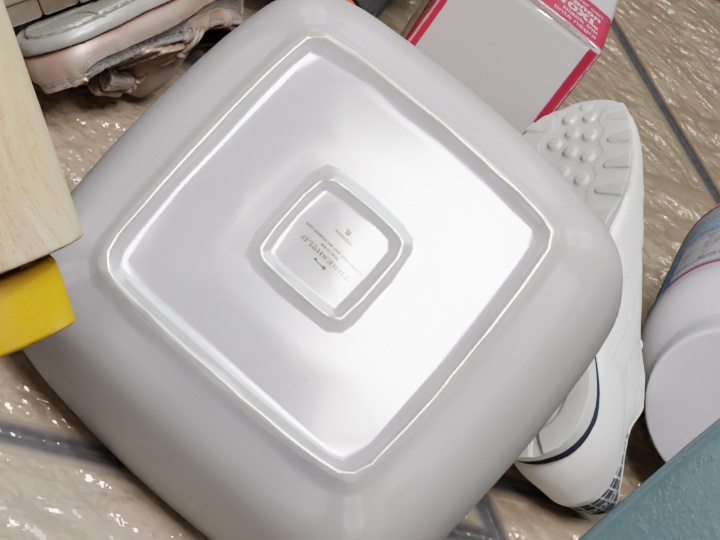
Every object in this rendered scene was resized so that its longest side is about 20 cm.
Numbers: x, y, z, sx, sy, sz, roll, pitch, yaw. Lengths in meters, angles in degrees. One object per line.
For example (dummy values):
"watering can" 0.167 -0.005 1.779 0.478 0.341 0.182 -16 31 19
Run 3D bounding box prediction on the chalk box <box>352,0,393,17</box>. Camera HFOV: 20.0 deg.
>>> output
"chalk box" -0.008 -0.231 1.119 0.124 0.124 0.200 44 -1 18

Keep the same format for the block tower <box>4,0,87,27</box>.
"block tower" -0.162 -0.204 0.895 0.054 0.201 0.058 -20 33 -7

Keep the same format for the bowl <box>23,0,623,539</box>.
"bowl" -0.014 0.001 0.771 0.200 0.200 0.075 41 -15 8

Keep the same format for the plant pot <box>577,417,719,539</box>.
"plant pot" 0.248 0.133 0.860 0.195 0.200 0.197 9 39 -41

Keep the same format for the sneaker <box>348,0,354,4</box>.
"sneaker" -0.026 -0.098 1.017 0.073 0.077 0.200 48 28 -12

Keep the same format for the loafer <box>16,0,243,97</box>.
"loafer" -0.098 -0.115 0.987 0.200 0.071 0.063 -52 129 -61

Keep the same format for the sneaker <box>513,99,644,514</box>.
"sneaker" 0.101 0.013 0.955 0.080 0.076 0.202 42 51 -43

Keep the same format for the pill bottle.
"pill bottle" 0.199 0.036 1.030 0.108 0.109 0.200 37 25 3

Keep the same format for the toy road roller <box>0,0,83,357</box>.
"toy road roller" -0.195 -0.011 0.597 0.146 0.199 0.124 -27 101 -51

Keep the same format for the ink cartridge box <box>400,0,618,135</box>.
"ink cartridge box" 0.069 -0.120 1.091 0.084 0.145 0.200 35 29 -4
